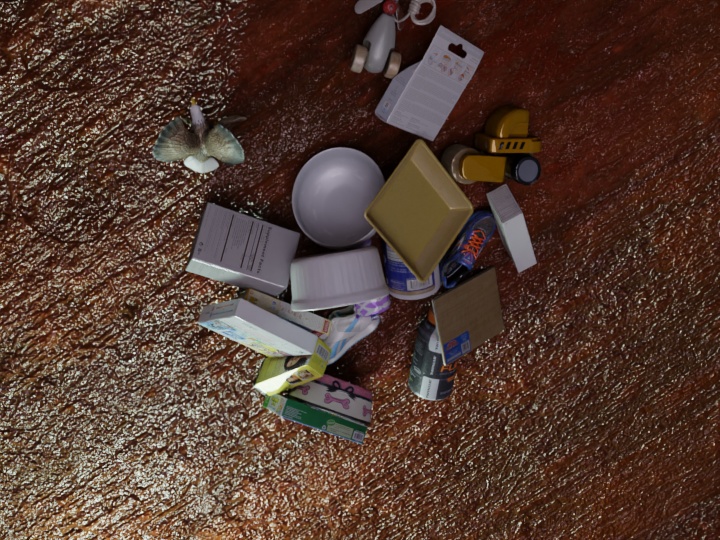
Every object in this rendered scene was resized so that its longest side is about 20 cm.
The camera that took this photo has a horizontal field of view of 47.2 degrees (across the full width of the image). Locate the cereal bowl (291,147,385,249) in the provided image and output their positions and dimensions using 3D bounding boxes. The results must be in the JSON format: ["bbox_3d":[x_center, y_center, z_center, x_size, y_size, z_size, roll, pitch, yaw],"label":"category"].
[{"bbox_3d":[-0.037,-0.138,1.657,0.195,0.083,0.206,-2,79,8],"label":"cereal bowl"}]

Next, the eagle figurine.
[{"bbox_3d":[-0.298,-0.245,1.536,0.151,0.201,0.151,-39,115,12],"label":"eagle figurine"}]

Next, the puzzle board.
[{"bbox_3d":[0.236,0.097,1.801,0.198,0.017,0.154,-25,112,-35],"label":"puzzle board"}]

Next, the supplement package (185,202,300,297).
[{"bbox_3d":[-0.238,-0.038,1.665,0.196,0.121,0.123,18,74,-15],"label":"supplement package"}]

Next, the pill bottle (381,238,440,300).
[{"bbox_3d":[0.103,-0.054,1.722,0.116,0.120,0.205,-8,113,-3],"label":"pill bottle"}]

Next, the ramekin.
[{"bbox_3d":[-0.046,0.013,1.608,0.195,0.200,0.100,-9,93,-3],"label":"ramekin"}]

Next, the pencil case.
[{"bbox_3d":[0.000,0.000,1.740,0.084,0.084,0.205,-15,102,11],"label":"pencil case"}]

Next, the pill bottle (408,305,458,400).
[{"bbox_3d":[0.172,0.179,1.852,0.103,0.107,0.205,4,115,-9],"label":"pill bottle"}]

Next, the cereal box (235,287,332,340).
[{"bbox_3d":[-0.172,0.104,1.761,0.196,0.144,0.040,23,67,-16],"label":"cereal box"}]

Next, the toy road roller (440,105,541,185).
[{"bbox_3d":[0.266,-0.253,1.652,0.195,0.123,0.150,-2,104,-12],"label":"toy road roller"}]

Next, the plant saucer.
[{"bbox_3d":[0.107,-0.115,1.613,0.200,0.048,0.201,47,68,-27],"label":"plant saucer"}]

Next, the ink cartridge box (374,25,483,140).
[{"bbox_3d":[0.133,-0.360,1.579,0.158,0.047,0.202,9,117,-50],"label":"ink cartridge box"}]

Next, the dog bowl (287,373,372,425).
[{"bbox_3d":[-0.060,0.277,1.830,0.196,0.200,0.075,23,81,-16],"label":"dog bowl"}]

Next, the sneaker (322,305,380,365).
[{"bbox_3d":[-0.052,0.139,1.828,0.199,0.077,0.081,-40,106,5],"label":"sneaker"}]

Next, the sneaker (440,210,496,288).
[{"bbox_3d":[0.230,-0.038,1.769,0.074,0.079,0.202,26,110,-19],"label":"sneaker"}]

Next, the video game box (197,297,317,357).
[{"bbox_3d":[-0.215,0.124,1.722,0.198,0.048,0.181,30,155,-29],"label":"video game box"}]

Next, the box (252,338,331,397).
[{"bbox_3d":[-0.151,0.212,1.795,0.050,0.076,0.198,41,136,-24],"label":"box"}]

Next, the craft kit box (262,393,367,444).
[{"bbox_3d":[-0.104,0.327,1.842,0.196,0.197,0.050,22,78,-17],"label":"craft kit box"}]

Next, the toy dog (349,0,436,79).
[{"bbox_3d":[0.042,-0.456,1.554,0.131,0.096,0.202,32,93,-17],"label":"toy dog"}]

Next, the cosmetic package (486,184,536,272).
[{"bbox_3d":[0.316,-0.084,1.709,0.050,0.084,0.201,-24,146,6],"label":"cosmetic package"}]
